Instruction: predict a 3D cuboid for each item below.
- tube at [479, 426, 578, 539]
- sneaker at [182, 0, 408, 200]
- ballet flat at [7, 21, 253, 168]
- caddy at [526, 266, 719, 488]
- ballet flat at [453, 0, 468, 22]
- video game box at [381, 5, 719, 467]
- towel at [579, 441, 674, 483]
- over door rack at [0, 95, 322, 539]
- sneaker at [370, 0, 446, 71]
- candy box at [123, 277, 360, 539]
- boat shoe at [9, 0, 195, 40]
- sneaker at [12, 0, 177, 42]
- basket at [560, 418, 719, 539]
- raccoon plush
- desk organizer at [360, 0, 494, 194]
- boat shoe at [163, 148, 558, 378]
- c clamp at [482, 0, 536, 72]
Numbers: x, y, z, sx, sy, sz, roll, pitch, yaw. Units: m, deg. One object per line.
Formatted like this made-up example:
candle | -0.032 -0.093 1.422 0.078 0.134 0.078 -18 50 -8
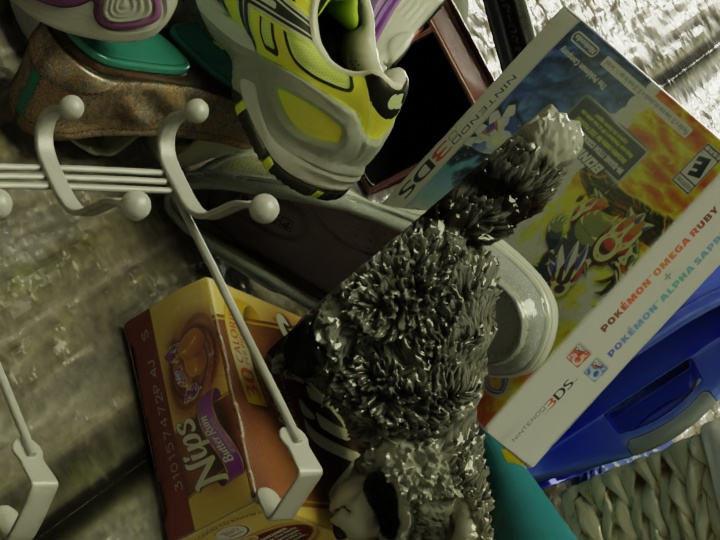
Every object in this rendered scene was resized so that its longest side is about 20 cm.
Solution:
tube | 0.082 0.137 1.452 0.200 0.050 0.078 -120 -152 -71
sneaker | -0.034 -0.131 1.389 0.075 0.076 0.200 1 54 -52
ballet flat | -0.096 -0.083 1.403 0.200 0.067 0.068 6 36 -51
caddy | 0.144 0.045 1.576 0.105 0.200 0.141 59 8 22
ballet flat | 0.022 -0.231 1.774 0.200 0.064 0.068 50 28 -24
video game box | 0.095 -0.022 1.484 0.047 0.182 0.200 37 7 -34
towel | 0.167 0.164 1.699 0.145 0.024 0.201 43 33 -37
over door rack | -0.100 0.010 1.247 0.147 0.067 0.201 0 60 -36
sneaker | -0.011 -0.138 1.561 0.083 0.081 0.200 40 59 -4
candy box | -0.021 0.089 1.384 0.200 0.056 0.117 23 45 -50
boat shoe | -0.101 -0.145 1.452 0.071 0.070 0.200 64 25 5
sneaker | -0.156 -0.178 1.330 0.200 0.075 0.100 39 16 8
basket | 0.202 0.189 1.572 0.135 0.123 0.201 8 64 -58
raccoon plush | 0.054 0.040 1.304 0.134 0.200 0.097 48 13 3
desk organizer | 0.000 -0.148 1.643 0.201 0.072 0.077 62 28 2
boat shoe | 0.000 -0.002 1.409 0.201 0.075 0.065 29 25 21
c clamp | 0.049 -0.155 1.693 0.027 0.171 0.201 -27 106 -30
